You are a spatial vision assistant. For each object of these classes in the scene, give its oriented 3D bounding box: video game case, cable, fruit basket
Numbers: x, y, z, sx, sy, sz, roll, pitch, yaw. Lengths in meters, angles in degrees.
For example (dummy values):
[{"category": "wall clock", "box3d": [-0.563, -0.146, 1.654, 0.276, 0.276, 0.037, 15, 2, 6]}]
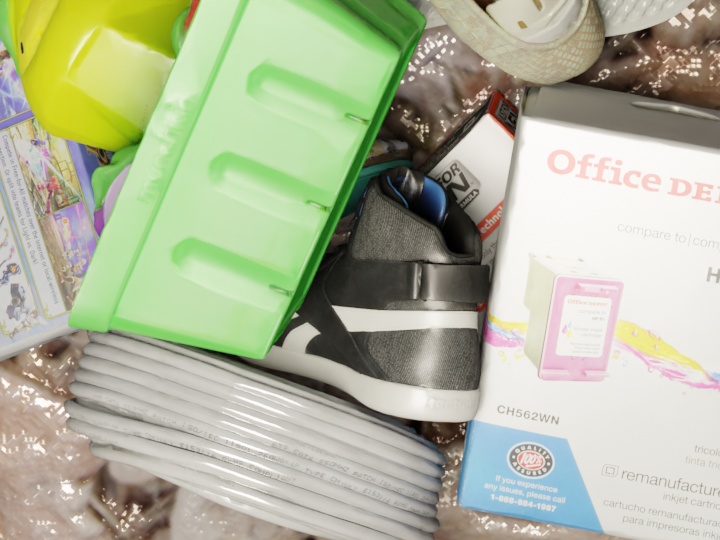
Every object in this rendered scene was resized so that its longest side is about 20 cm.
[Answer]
[{"category": "video game case", "box3d": [-0.215, -0.049, 1.360, 0.180, 0.045, 0.201, -20, 84, 21]}, {"category": "cable", "box3d": [-0.050, 0.085, 1.332, 0.199, 0.200, 0.070, 18, 86, 24]}, {"category": "fruit basket", "box3d": [-0.092, -0.083, 1.234, 0.214, 0.156, 0.217, 3, 106, 9]}]

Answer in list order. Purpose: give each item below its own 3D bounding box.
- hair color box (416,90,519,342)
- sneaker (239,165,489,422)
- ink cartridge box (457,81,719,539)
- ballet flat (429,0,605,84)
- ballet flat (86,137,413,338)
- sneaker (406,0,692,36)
[{"category": "hair color box", "box3d": [0.104, 0.015, 1.366, 0.200, 0.061, 0.101, 44, 107, -6]}, {"category": "sneaker", "box3d": [0.000, 0.000, 1.313, 0.073, 0.200, 0.113, 4, 99, -37]}, {"category": "ink cartridge box", "box3d": [0.132, 0.022, 1.288, 0.144, 0.085, 0.201, 10, 105, 5]}, {"category": "ballet flat", "box3d": [0.055, -0.149, 1.231, 0.200, 0.062, 0.068, 38, 79, -31]}, {"category": "ballet flat", "box3d": [-0.069, -0.034, 1.376, 0.200, 0.072, 0.072, -30, 100, 14]}, {"category": "sneaker", "box3d": [0.069, -0.158, 1.320, 0.199, 0.079, 0.079, -3, 108, -17]}]
